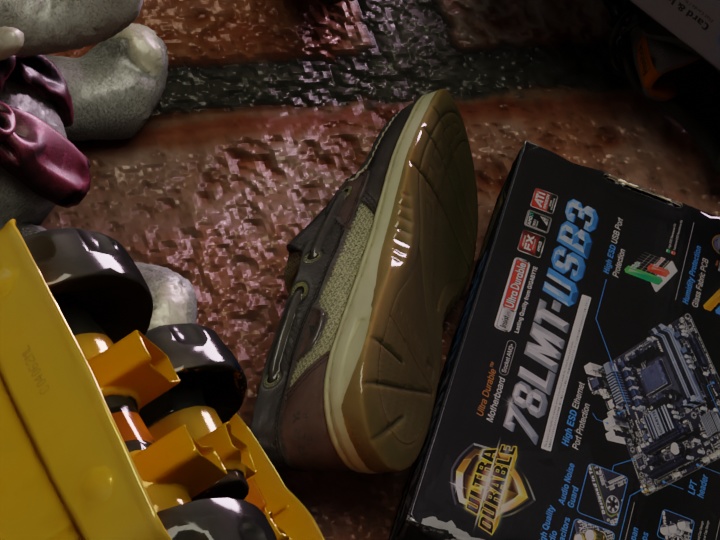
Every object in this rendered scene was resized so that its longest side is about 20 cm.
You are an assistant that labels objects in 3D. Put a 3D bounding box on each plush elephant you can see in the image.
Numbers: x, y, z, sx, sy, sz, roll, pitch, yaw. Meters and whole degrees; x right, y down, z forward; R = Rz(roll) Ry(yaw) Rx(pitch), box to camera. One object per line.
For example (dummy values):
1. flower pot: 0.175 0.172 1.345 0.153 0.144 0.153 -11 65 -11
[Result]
1. plush elephant: -0.146 -0.077 0.949 0.199 0.155 0.166 9 51 -11

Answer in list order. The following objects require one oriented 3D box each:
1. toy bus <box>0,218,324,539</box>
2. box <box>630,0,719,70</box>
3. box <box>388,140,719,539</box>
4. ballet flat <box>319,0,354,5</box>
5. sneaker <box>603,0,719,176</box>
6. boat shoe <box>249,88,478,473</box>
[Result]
1. toy bus: -0.113 0.105 0.833 0.191 0.200 0.136 -35 62 6
2. box: 0.158 -0.191 1.114 0.156 0.041 0.200 38 54 5
3. box: 0.127 0.065 0.995 0.197 0.050 0.201 20 50 -1
4. ballet flat: -0.011 -0.183 1.142 0.068 0.068 0.200 15 39 7
5. sneaker: 0.137 -0.123 1.133 0.079 0.074 0.201 -24 63 -26
6. boat shoe: 0.000 0.001 0.993 0.066 0.072 0.201 -9 38 20
